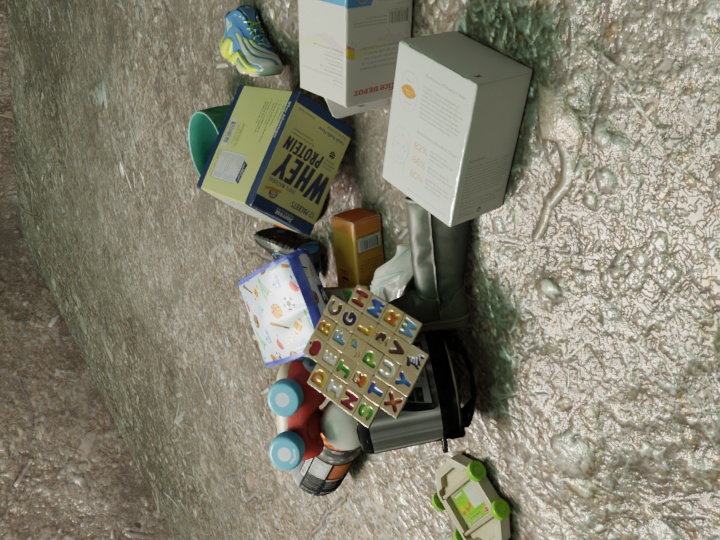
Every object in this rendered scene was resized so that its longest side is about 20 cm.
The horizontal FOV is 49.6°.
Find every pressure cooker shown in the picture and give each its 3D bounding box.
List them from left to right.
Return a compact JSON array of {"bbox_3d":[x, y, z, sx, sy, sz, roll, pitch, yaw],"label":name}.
[{"bbox_3d":[0.081,0.181,1.221,0.180,0.195,0.180,-100,0,-62],"label":"pressure cooker"}]

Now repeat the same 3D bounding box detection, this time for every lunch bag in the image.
[{"bbox_3d":[-0.115,0.064,1.345,0.199,0.122,0.174,-27,84,65],"label":"lunch bag"}]

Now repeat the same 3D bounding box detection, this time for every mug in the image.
[{"bbox_3d":[-0.253,-0.250,1.557,0.183,0.113,0.156,25,126,46],"label":"mug"}]

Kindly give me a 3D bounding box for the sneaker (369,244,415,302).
[{"bbox_3d":[0.043,0.046,1.272,0.201,0.070,0.081,-51,49,13],"label":"sneaker"}]

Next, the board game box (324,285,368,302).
[{"bbox_3d":[-0.040,0.077,1.377,0.198,0.030,0.098,-5,103,52],"label":"board game box"}]

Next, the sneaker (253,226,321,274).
[{"bbox_3d":[-0.150,-0.030,1.552,0.198,0.072,0.084,27,128,47],"label":"sneaker"}]

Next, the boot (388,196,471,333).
[{"bbox_3d":[0.084,-0.009,1.160,0.073,0.177,0.204,-106,6,-62],"label":"boot"}]

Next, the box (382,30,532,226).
[{"bbox_3d":[0.124,-0.192,1.046,0.152,0.105,0.204,41,136,37],"label":"box"}]

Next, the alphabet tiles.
[{"bbox_3d":[0.004,0.123,1.147,0.198,0.006,0.169,29,92,35],"label":"alphabet tiles"}]

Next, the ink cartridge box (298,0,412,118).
[{"bbox_3d":[-0.010,-0.338,1.147,0.124,0.127,0.205,32,130,43],"label":"ink cartridge box"}]

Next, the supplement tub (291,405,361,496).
[{"bbox_3d":[-0.066,0.360,1.580,0.123,0.121,0.202,53,142,24],"label":"supplement tub"}]

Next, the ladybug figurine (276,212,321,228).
[{"bbox_3d":[-0.138,-0.142,1.481,0.198,0.071,0.139,-15,93,57],"label":"ladybug figurine"}]

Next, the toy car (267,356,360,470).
[{"bbox_3d":[-0.050,0.250,1.389,0.184,0.194,0.182,-49,-42,-80],"label":"toy car"}]

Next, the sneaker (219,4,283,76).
[{"bbox_3d":[-0.207,-0.427,1.438,0.199,0.075,0.107,35,132,43],"label":"sneaker"}]

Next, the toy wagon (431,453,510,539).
[{"bbox_3d":[0.196,0.411,1.301,0.202,0.039,0.156,57,145,19],"label":"toy wagon"}]

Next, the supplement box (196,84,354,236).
[{"bbox_3d":[-0.149,-0.192,1.339,0.198,0.133,0.204,21,87,49],"label":"supplement box"}]

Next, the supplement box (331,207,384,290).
[{"bbox_3d":[0.000,0.000,1.359,0.066,0.068,0.205,22,122,49],"label":"supplement box"}]
